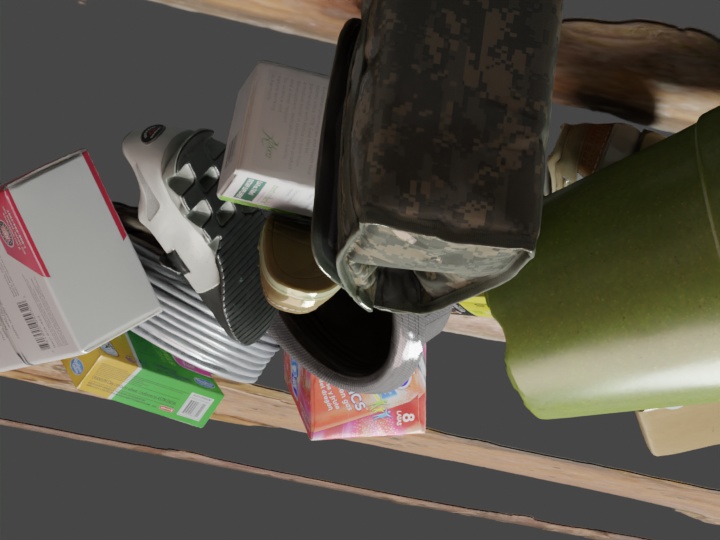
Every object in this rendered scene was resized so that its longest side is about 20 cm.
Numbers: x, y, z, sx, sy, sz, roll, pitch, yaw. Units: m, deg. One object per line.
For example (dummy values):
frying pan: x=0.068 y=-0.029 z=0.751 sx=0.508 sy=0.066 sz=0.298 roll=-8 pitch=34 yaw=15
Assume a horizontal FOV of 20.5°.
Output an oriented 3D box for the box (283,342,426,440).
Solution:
box: x=-0.007 y=0.072 z=1.716 sx=0.102 sy=0.096 sz=0.200 roll=-2 pitch=-168 yaw=-9

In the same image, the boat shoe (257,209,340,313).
boat shoe: x=-0.035 y=-0.015 z=1.391 sx=0.073 sy=0.067 sz=0.200 roll=20 pitch=-153 yaw=-1

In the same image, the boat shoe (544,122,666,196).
boat shoe: x=0.156 y=-0.058 z=1.329 sx=0.068 sy=0.075 sz=0.200 roll=20 pitch=165 yaw=5

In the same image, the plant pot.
plant pot: x=0.176 y=0.004 z=1.170 sx=0.189 sy=0.202 sz=0.200 roll=-15 pitch=159 yaw=17

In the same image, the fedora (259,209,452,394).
fedora: x=0.000 y=0.000 z=1.547 sx=0.090 sy=0.178 sz=0.199 roll=-21 pitch=-146 yaw=-38

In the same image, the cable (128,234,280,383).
cable: x=-0.162 y=0.029 z=1.756 sx=0.199 sy=0.070 sz=0.200 roll=26 pitch=-179 yaw=-6

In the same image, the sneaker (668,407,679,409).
sneaker: x=0.160 y=0.021 z=1.431 sx=0.088 sy=0.081 sz=0.200 roll=-2 pitch=-142 yaw=-38

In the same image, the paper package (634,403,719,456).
paper package: x=0.296 y=0.061 z=1.533 sx=0.189 sy=0.104 sz=0.200 roll=-13 pitch=162 yaw=9

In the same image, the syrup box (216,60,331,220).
syrup box: x=0.012 y=-0.071 z=1.331 sx=0.198 sy=0.082 sz=0.079 roll=14 pitch=167 yaw=-11

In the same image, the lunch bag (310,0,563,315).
lunch bag: x=0.037 y=-0.072 z=1.135 sx=0.117 sy=0.165 sz=0.200 roll=9 pitch=166 yaw=-7

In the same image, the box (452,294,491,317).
box: x=0.132 y=0.011 z=1.642 sx=0.198 sy=0.051 sz=0.075 roll=3 pitch=165 yaw=23

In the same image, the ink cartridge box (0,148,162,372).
ink cartridge box: x=-0.263 y=-0.004 z=1.628 sx=0.084 sy=0.146 sz=0.200 roll=-29 pitch=-172 yaw=-30

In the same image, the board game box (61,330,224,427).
board game box: x=-0.229 y=0.052 z=1.829 sx=0.152 sy=0.040 sz=0.200 roll=23 pitch=-160 yaw=-44

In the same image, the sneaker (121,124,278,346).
sneaker: x=-0.121 y=-0.032 z=1.514 sx=0.088 sy=0.074 sz=0.201 roll=15 pitch=138 yaw=39
